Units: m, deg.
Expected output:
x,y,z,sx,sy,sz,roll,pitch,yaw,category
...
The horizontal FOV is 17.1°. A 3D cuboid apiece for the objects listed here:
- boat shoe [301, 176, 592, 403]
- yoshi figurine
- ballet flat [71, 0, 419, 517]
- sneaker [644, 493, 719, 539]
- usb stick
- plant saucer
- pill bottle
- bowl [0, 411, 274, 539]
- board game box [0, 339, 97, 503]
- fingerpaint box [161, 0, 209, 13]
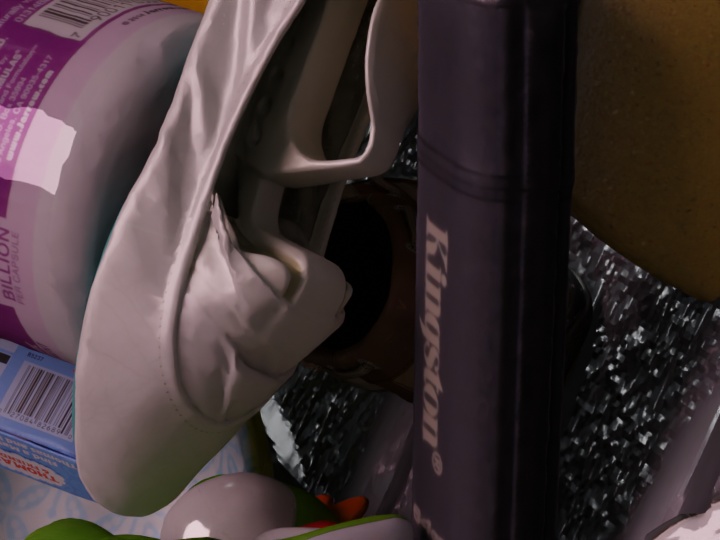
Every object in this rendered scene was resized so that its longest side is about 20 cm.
x,y,z,sx,sy,sz,roll,pitch,yaw,category
0.000,0.000,0.770,0.200,0.074,0.076,17,86,66,boat shoe
-0.049,0.114,0.692,0.200,0.112,0.113,-128,44,-81,yoshi figurine
-0.024,-0.022,0.655,0.069,0.069,0.200,18,90,66,ballet flat
0.077,0.115,0.544,0.200,0.074,0.085,-44,62,29,sneaker
0.034,0.010,0.642,0.055,0.033,0.200,32,129,52,usb stick
0.045,-0.118,0.667,0.200,0.048,0.200,45,136,49,plant saucer
-0.129,-0.044,0.739,0.200,0.112,0.112,18,87,30,pill bottle
-0.115,0.088,0.873,0.108,0.200,0.200,32,-103,-71,bowl
-0.111,-0.034,0.824,0.037,0.151,0.200,76,-143,-58,board game box
-0.084,-0.182,0.775,0.073,0.167,0.200,-27,-43,-58,fingerpaint box
